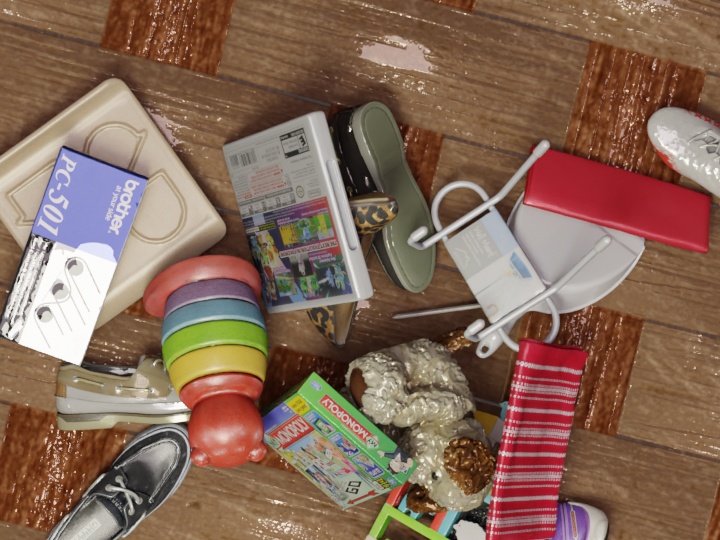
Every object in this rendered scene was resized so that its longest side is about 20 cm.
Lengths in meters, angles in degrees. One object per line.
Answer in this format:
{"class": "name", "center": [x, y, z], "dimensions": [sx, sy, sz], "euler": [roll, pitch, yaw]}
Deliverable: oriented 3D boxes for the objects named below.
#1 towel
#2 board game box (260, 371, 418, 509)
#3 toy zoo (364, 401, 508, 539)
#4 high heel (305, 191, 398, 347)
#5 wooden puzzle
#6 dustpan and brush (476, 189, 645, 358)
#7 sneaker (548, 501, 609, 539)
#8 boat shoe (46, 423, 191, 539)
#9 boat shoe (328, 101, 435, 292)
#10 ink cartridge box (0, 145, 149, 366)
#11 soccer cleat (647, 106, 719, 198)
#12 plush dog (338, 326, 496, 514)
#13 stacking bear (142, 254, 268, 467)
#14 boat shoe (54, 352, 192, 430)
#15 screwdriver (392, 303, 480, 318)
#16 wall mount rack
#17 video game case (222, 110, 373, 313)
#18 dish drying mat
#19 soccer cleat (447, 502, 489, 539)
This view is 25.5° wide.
{"class": "towel", "center": [0.174, 0.169, 1.565], "dimensions": [0.022, 0.144, 0.201], "euler": [9, 86, 31]}
{"class": "board game box", "center": [-0.031, 0.173, 1.581], "dimensions": [0.134, 0.200, 0.029], "euler": [40, 68, -3]}
{"class": "toy zoo", "center": [0.107, 0.225, 1.645], "dimensions": [0.131, 0.020, 0.201], "euler": [26, 84, 19]}
{"class": "high heel", "center": [0.000, 0.000, 1.584], "dimensions": [0.071, 0.200, 0.143], "euler": [-16, 91, -30]}
{"class": "wooden puzzle", "center": [-0.265, -0.068, 1.638], "dimensions": [0.185, 0.046, 0.200], "euler": [-35, 98, 0]}
{"class": "dustpan and brush", "center": [0.183, 0.010, 1.638], "dimensions": [0.139, 0.057, 0.200], "euler": [37, 64, 10]}
{"class": "sneaker", "center": [0.200, 0.339, 1.669], "dimensions": [0.083, 0.081, 0.201], "euler": [16, 85, 13]}
{"class": "boat shoe", "center": [-0.250, 0.237, 1.637], "dimensions": [0.200, 0.068, 0.072], "euler": [-41, 94, 0]}
{"class": "boat shoe", "center": [0.022, -0.073, 1.641], "dimensions": [0.072, 0.060, 0.202], "euler": [-26, 104, -44]}
{"class": "ink cartridge box", "center": [-0.290, -0.015, 1.596], "dimensions": [0.094, 0.044, 0.201], "euler": [21, 94, -8]}
{"class": "soccer cleat", "center": [0.384, -0.103, 1.639], "dimensions": [0.200, 0.085, 0.069], "euler": [39, 87, -5]}
{"class": "plush dog", "center": [0.074, 0.159, 1.582], "dimensions": [0.160, 0.200, 0.172], "euler": [-22, 76, -17]}
{"class": "stacking bear", "center": [-0.141, 0.097, 1.566], "dimensions": [0.121, 0.114, 0.201], "euler": [-3, 64, -16]}
{"class": "boat shoe", "center": [-0.215, 0.120, 1.631], "dimensions": [0.199, 0.075, 0.069], "euler": [-5, 94, -4]}
{"class": "screwdriver", "center": [0.133, 0.039, 1.663], "dimensions": [0.199, 0.028, 0.029], "euler": [-12, 65, -5]}
{"class": "wall mount rack", "center": [0.151, -0.025, 1.580], "dimensions": [0.173, 0.075, 0.201], "euler": [-34, 73, 9]}
{"class": "video game case", "center": [-0.065, -0.053, 1.575], "dimensions": [0.023, 0.200, 0.183], "euler": [-17, 94, -30]}
{"class": "dish drying mat", "center": [0.267, -0.073, 1.651], "dimensions": [0.199, 0.018, 0.077], "euler": [15, 55, -6]}
{"class": "soccer cleat", "center": [0.126, 0.321, 1.666], "dimensions": [0.068, 0.073, 0.201], "euler": [-1, 75, 16]}
